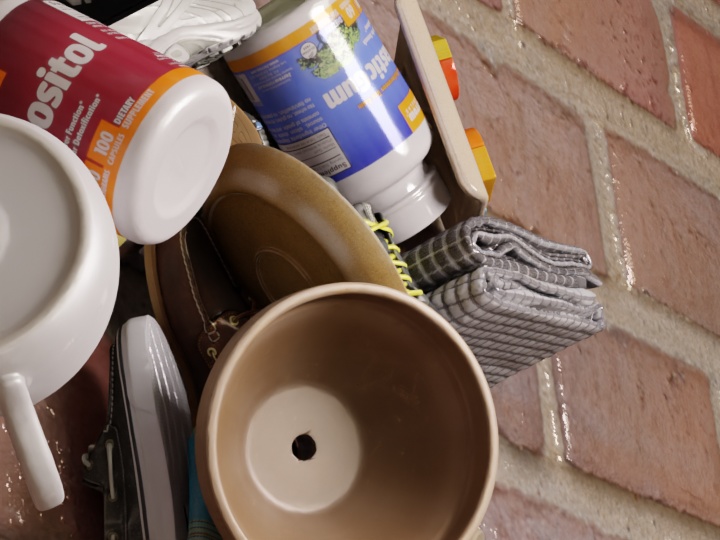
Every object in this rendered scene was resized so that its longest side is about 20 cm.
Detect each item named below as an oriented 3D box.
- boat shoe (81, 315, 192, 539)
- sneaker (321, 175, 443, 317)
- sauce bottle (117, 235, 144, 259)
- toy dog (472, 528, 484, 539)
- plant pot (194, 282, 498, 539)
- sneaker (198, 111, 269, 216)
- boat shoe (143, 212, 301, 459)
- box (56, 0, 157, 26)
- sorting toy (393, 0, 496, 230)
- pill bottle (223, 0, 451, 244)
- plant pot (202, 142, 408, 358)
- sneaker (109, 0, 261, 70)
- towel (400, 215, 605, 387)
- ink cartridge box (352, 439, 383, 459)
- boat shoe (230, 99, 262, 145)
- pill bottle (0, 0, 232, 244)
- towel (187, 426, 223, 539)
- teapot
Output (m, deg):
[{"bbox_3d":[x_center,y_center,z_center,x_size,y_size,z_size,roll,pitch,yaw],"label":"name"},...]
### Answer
[{"bbox_3d":[-0.147,0.129,1.577,0.072,0.071,0.201,39,41,-68],"label":"boat shoe"},{"bbox_3d":[0.000,0.000,1.787,0.200,0.085,0.074,36,23,30],"label":"sneaker"},{"bbox_3d":[-0.184,-0.036,1.635,0.200,0.066,0.066,-11,80,-59],"label":"sauce bottle"},{"bbox_3d":[0.015,0.237,1.742,0.200,0.131,0.097,-11,111,-51],"label":"toy dog"},{"bbox_3d":[-0.020,0.111,1.561,0.200,0.093,0.202,3,82,-23],"label":"plant pot"},{"bbox_3d":[-0.091,-0.015,1.773,0.077,0.076,0.201,-14,80,-41],"label":"sneaker"},{"bbox_3d":[-0.090,0.050,1.673,0.070,0.070,0.201,-49,128,-55],"label":"boat shoe"},{"bbox_3d":[-0.212,-0.255,1.637,0.201,0.158,0.046,60,35,-13],"label":"box"},{"bbox_3d":[0.069,-0.112,1.992,0.200,0.036,0.186,86,-14,-72],"label":"sorting toy"},{"bbox_3d":[-0.013,-0.119,1.905,0.200,0.112,0.112,57,33,-15],"label":"pill bottle"},{"bbox_3d":[-0.041,0.006,1.646,0.027,0.200,0.201,-39,106,-29],"label":"plant pot"},{"bbox_3d":[-0.144,-0.191,1.786,0.100,0.078,0.200,62,30,-2],"label":"sneaker"},{"bbox_3d":[0.079,0.029,1.905,0.200,0.165,0.086,11,56,-54],"label":"towel"},{"bbox_3d":[0.004,0.127,1.731,0.200,0.039,0.100,-94,-168,-69],"label":"ink cartridge box"},{"bbox_3d":[-0.155,-0.105,1.692,0.199,0.064,0.072,25,73,-35],"label":"boat shoe"},{"bbox_3d":[-0.189,-0.105,1.541,0.113,0.199,0.113,-49,155,-33],"label":"pill bottle"},{"bbox_3d":[-0.066,0.213,1.574,0.147,0.022,0.201,39,41,-43],"label":"towel"},{"bbox_3d":[-0.228,0.016,1.456,0.146,0.196,0.201,85,27,-62],"label":"teapot"}]
